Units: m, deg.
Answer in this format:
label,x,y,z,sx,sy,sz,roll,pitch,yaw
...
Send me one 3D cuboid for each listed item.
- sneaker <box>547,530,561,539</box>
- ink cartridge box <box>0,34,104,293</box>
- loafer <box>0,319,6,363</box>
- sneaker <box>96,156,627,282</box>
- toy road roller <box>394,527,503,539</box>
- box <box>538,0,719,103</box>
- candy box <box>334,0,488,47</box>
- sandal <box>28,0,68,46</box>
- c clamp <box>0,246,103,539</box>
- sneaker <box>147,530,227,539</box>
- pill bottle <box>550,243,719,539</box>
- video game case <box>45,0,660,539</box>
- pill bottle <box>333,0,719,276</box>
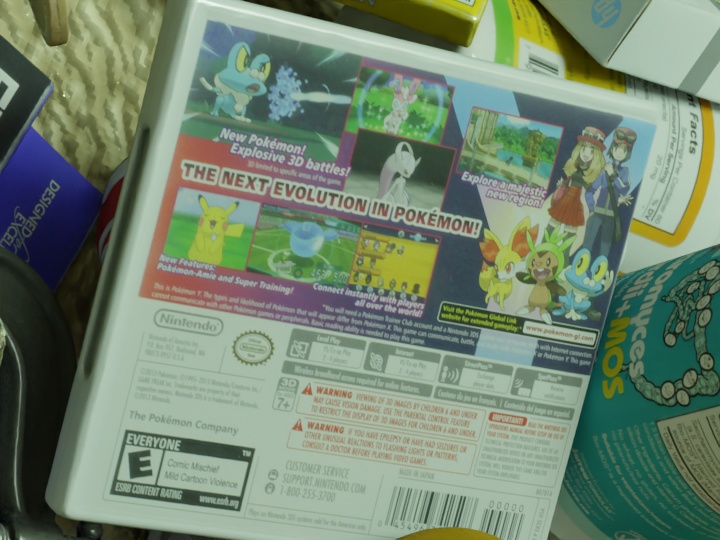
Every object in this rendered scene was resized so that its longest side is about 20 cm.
label,x,y,z,sx,sy,sz,roll,pitch,yaw
sneaker,0.042,0.086,1.131,0.081,0.076,0.200,40,55,-22
ink cartridge box,-0.191,-0.019,0.994,0.200,0.043,0.198,42,56,-24
loafer,-0.157,-0.038,0.935,0.075,0.070,0.200,-5,69,-46
sneaker,0.000,0.000,1.041,0.200,0.112,0.071,2,111,1
toy road roller,-0.003,0.140,0.956,0.200,0.123,0.146,40,84,-29
box,0.129,-0.126,1.202,0.200,0.041,0.156,10,32,-47
candy box,-0.034,-0.162,1.100,0.200,0.026,0.102,20,62,4
sandal,-0.153,-0.144,1.009,0.070,0.078,0.212,-9,43,-9
c clamp,-0.159,0.060,0.953,0.200,0.027,0.171,22,65,-35
sneaker,-0.044,0.125,1.045,0.075,0.082,0.200,11,74,-36
pill bottle,0.150,0.042,1.049,0.111,0.200,0.111,11,71,-34
video game case,0.001,0.009,0.998,0.200,0.023,0.182,11,97,-31
pill bottle,0.085,-0.047,1.176,0.200,0.111,0.111,20,66,-34
